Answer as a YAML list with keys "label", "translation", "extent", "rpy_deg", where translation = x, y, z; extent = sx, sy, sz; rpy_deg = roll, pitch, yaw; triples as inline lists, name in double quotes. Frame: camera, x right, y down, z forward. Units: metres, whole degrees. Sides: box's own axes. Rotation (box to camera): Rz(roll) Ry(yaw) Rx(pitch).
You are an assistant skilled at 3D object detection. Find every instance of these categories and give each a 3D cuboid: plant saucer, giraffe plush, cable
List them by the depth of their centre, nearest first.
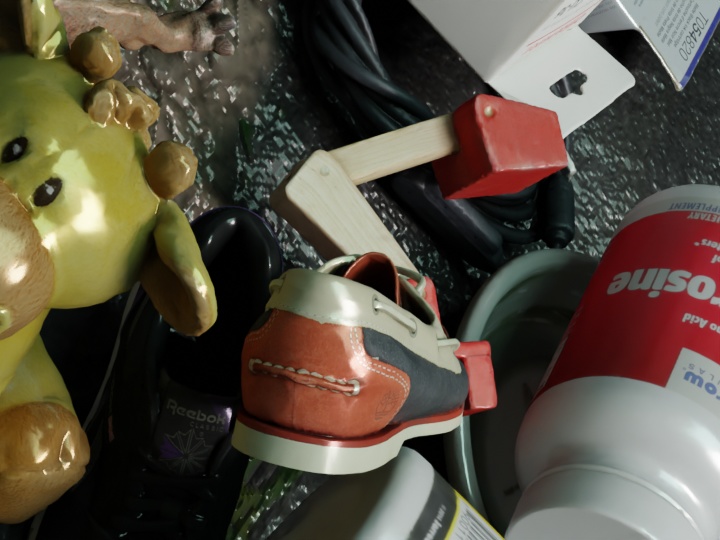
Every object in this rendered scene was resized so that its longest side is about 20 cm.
- label: "giraffe plush"
  translation: [-0.127, -0.002, 0.662]
  extent: [0.172, 0.162, 0.201]
  rpy_deg: [40, 48, -19]
- label: "plant saucer"
  translation: [0.096, 0.092, 0.970]
  extent: [0.199, 0.050, 0.202]
  rpy_deg: [20, 61, -42]
- label: "cable"
  translation: [0.046, -0.102, 0.986]
  extent: [0.200, 0.051, 0.164]
  rpy_deg: [43, 49, -28]

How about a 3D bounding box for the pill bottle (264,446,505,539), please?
- label: "pill bottle"
  translation: [0.044, 0.169, 0.715]
  extent: [0.200, 0.114, 0.114]
  rpy_deg: [46, 46, -9]

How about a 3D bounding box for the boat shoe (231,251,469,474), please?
- label: "boat shoe"
  translation: [0.001, 0.025, 0.722]
  extent: [0.200, 0.071, 0.063]
  rpy_deg: [-17, 116, -77]

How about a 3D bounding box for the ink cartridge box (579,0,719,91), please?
- label: "ink cartridge box"
  translation: [0.146, -0.228, 1.147]
  extent: [0.200, 0.040, 0.200]
  rpy_deg: [53, 44, -20]

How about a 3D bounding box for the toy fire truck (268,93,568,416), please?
- label: "toy fire truck"
  translation: [0.000, 0.000, 0.858]
  extent: [0.199, 0.049, 0.142]
  rpy_deg: [-3, 79, -29]

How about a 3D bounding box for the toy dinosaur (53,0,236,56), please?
- label: "toy dinosaur"
  translation: [-0.114, -0.124, 0.771]
  extent: [0.135, 0.201, 0.086]
  rpy_deg: [-15, 48, -45]

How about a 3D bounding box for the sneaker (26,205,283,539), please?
- label: "sneaker"
  translation: [-0.075, 0.072, 0.733]
  extent: [0.075, 0.088, 0.202]
  rpy_deg: [14, 76, -8]

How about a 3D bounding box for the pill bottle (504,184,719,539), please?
- label: "pill bottle"
  translation: [0.136, 0.063, 0.901]
  extent: [0.112, 0.112, 0.200]
  rpy_deg: [51, 45, -21]

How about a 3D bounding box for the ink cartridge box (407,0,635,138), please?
- label: "ink cartridge box"
  translation: [0.062, -0.165, 0.957]
  extent: [0.200, 0.068, 0.116]
  rpy_deg: [47, 36, 4]
